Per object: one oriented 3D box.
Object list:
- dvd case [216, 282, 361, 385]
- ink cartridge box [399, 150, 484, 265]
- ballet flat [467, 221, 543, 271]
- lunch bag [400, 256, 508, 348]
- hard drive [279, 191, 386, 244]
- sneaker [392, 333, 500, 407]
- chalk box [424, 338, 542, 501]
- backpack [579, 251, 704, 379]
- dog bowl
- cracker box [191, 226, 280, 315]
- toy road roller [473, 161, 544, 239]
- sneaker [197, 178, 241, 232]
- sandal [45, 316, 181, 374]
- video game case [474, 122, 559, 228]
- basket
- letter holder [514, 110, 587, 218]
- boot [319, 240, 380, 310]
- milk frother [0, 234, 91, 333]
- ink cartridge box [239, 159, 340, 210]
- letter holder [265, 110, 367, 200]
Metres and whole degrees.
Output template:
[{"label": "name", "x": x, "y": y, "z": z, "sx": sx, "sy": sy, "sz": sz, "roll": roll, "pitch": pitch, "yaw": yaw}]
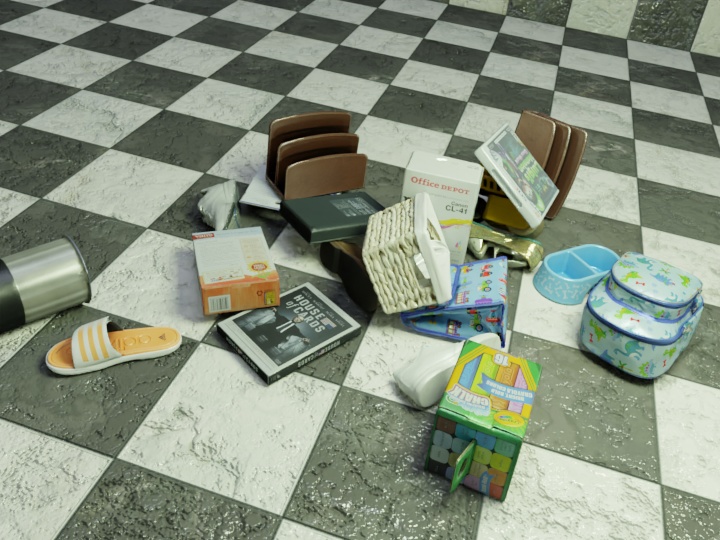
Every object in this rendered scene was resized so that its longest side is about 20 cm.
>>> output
[{"label": "dvd case", "x": -0.117, "y": 0.099, "z": 1.177, "sx": 0.197, "sy": 0.025, "sz": 0.149, "roll": -25, "pitch": 47, "yaw": -36}, {"label": "ink cartridge box", "x": 0.145, "y": -0.108, "z": 1.354, "sx": 0.143, "sy": 0.204, "sz": 0.086, "roll": 13, "pitch": 35, "yaw": 9}, {"label": "ballet flat", "x": 0.267, "y": -0.048, "z": 1.422, "sx": 0.195, "sy": 0.072, "sz": 0.071, "roll": 18, "pitch": 37, "yaw": 18}, {"label": "lunch bag", "x": 0.161, "y": 0.053, "z": 1.255, "sx": 0.194, "sy": 0.096, "sz": 0.152, "roll": 0, "pitch": 32, "yaw": 14}, {"label": "hard drive", "x": -0.044, "y": -0.108, "z": 1.388, "sx": 0.195, "sy": 0.034, "sz": 0.139, "roll": -9, "pitch": 34, "yaw": -31}, {"label": "sneaker", "x": 0.139, "y": 0.140, "z": 1.134, "sx": 0.196, "sy": 0.077, "sz": 0.088, "roll": -21, "pitch": 32, "yaw": -32}, {"label": "chalk box", "x": 0.167, "y": 0.218, "z": 0.979, "sx": 0.121, "sy": 0.128, "sz": 0.201, "roll": 17, "pitch": 38, "yaw": 14}, {"label": "backpack", "x": 0.479, "y": 0.071, "z": 1.219, "sx": 0.180, "sy": 0.150, "sz": 0.199, "roll": 27, "pitch": 43, "yaw": 30}, {"label": "dog bowl", "x": 0.431, "y": 0.002, "z": 1.387, "sx": 0.195, "sy": 0.051, "sz": 0.112, "roll": -14, "pitch": 41, "yaw": -26}, {"label": "cracker box", "x": -0.223, "y": -0.004, "z": 1.250, "sx": 0.130, "sy": 0.059, "sz": 0.201, "roll": -6, "pitch": 32, "yaw": -15}, {"label": "toy road roller", "x": 0.293, "y": -0.161, "z": 1.462, "sx": 0.196, "sy": 0.150, "sz": 0.122, "roll": 21, "pitch": 3, "yaw": 22}, {"label": "sneaker", "x": -0.282, "y": -0.112, "z": 1.412, "sx": 0.084, "sy": 0.076, "sz": 0.201, "roll": -11, "pitch": 31, "yaw": -4}, {"label": "sandal", "x": -0.381, "y": 0.102, "z": 1.094, "sx": 0.201, "sy": 0.061, "sz": 0.080, "roll": -10, "pitch": 38, "yaw": -22}, {"label": "video game case", "x": 0.313, "y": -0.192, "z": 1.393, "sx": 0.183, "sy": 0.023, "sz": 0.200, "roll": 51, "pitch": 35, "yaw": -3}, {"label": "basket", "x": 0.082, "y": -0.030, "z": 1.234, "sx": 0.120, "sy": 0.138, "sz": 0.201, "roll": -18, "pitch": 21, "yaw": 14}, {"label": "letter holder", "x": 0.390, "y": -0.223, "z": 1.530, "sx": 0.140, "sy": 0.205, "sz": 0.100, "roll": 27, "pitch": 21, "yaw": 23}, {"label": "boot", "x": 0.000, "y": 0.000, "z": 1.301, "sx": 0.074, "sy": 0.075, "sz": 0.200, "roll": -3, "pitch": 34, "yaw": -31}, {"label": "milk frother", "x": -0.554, "y": -0.021, "z": 1.112, "sx": 0.186, "sy": 0.205, "sz": 0.179, "roll": -24, "pitch": 41, "yaw": -37}, {"label": "ink cartridge box", "x": -0.142, "y": -0.160, "z": 1.513, "sx": 0.192, "sy": 0.048, "sz": 0.202, "roll": 12, "pitch": 38, "yaw": 2}, {"label": "letter holder", "x": -0.088, "y": -0.245, "z": 1.481, "sx": 0.196, "sy": 0.145, "sz": 0.101, "roll": -13, "pitch": 41, "yaw": -30}]
